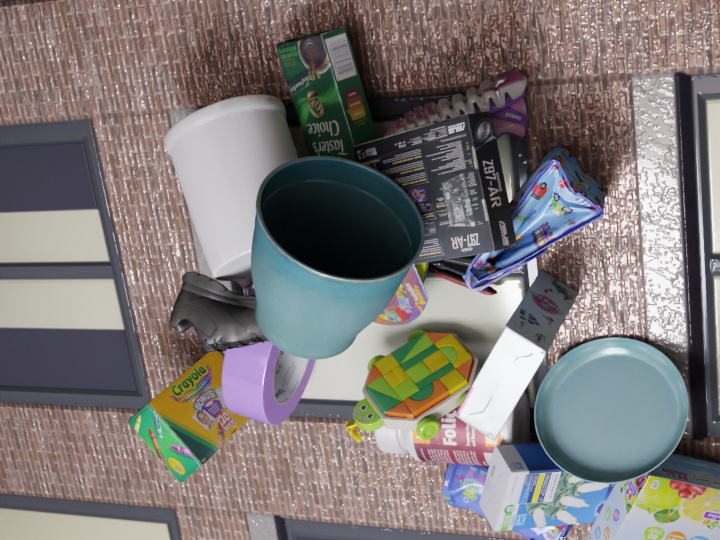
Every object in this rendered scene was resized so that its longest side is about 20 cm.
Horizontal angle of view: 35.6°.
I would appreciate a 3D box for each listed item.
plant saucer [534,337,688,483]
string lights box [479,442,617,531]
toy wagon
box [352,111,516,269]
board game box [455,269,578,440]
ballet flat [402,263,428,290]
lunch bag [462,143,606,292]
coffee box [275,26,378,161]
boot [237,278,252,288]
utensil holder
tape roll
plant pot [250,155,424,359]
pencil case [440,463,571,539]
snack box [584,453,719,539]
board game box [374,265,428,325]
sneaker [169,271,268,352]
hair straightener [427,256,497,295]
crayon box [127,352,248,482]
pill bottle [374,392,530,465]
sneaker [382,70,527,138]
[{"bbox_3d":[0.326,0.183,1.458,0.199,0.201,0.027,-5,151,25],"label":"plant saucer"},{"bbox_3d":[0.269,0.285,1.502,0.199,0.059,0.103,-1,120,-19],"label":"string lights box"},{"bbox_3d":[0.066,0.163,1.527,0.200,0.155,0.040,-30,133,-10],"label":"toy wagon"},{"bbox_3d":[0.085,-0.092,1.346,0.200,0.043,0.161,-10,93,48],"label":"box"},{"bbox_3d":[0.203,0.105,1.444,0.064,0.200,0.148,31,118,9],"label":"board game box"},{"bbox_3d":[0.054,-0.069,1.490,0.067,0.067,0.201,12,99,46],"label":"ballet flat"},{"bbox_3d":[0.200,-0.051,1.394,0.200,0.151,0.094,-43,90,19],"label":"lunch bag"},{"bbox_3d":[-0.038,-0.213,1.483,0.123,0.044,0.201,6,117,56],"label":"coffee box"},{"bbox_3d":[-0.142,-0.073,1.603,0.200,0.070,0.147,-29,86,18],"label":"boot"},{"bbox_3d":[-0.153,-0.106,1.496,0.170,0.170,0.201,-26,76,29],"label":"utensil holder"},{"bbox_3d":[-0.122,0.113,1.585,0.065,0.200,0.201,14,115,16],"label":"tape roll"},{"bbox_3d":[-0.044,-0.001,1.349,0.200,0.200,0.188,30,136,9],"label":"plant pot"},{"bbox_3d":[0.210,0.328,1.597,0.199,0.078,0.087,22,94,15],"label":"pencil case"},{"bbox_3d":[0.407,0.342,1.491,0.168,0.068,0.201,13,119,-12],"label":"snack box"},{"bbox_3d":[0.000,0.000,1.499,0.158,0.039,0.201,-5,119,44],"label":"board game box"},{"bbox_3d":[-0.162,0.072,1.467,0.199,0.076,0.091,18,75,27],"label":"sneaker"},{"bbox_3d":[0.104,-0.033,1.534,0.199,0.041,0.077,21,102,20],"label":"hair straightener"},{"bbox_3d":[-0.241,0.211,1.673,0.119,0.200,0.058,49,121,-1],"label":"crayon box"},{"bbox_3d":[0.128,0.212,1.567,0.199,0.114,0.115,0,110,22],"label":"pill bottle"},{"bbox_3d":[0.127,-0.178,1.426,0.199,0.081,0.089,-19,113,13],"label":"sneaker"}]
